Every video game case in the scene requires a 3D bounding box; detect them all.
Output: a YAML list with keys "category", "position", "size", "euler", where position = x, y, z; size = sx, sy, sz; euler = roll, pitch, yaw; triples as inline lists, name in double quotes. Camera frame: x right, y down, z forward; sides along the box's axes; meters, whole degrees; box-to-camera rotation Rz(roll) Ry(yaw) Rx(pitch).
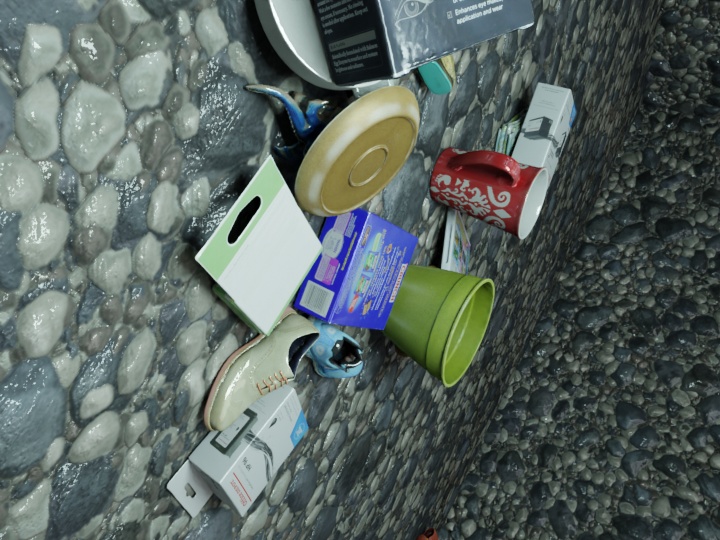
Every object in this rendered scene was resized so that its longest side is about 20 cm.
- category: "video game case"
  position: [0.214, -0.017, 1.279]
  size: [0.200, 0.023, 0.187]
  euler: [51, 45, -59]

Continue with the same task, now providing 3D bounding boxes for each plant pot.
- category: "plant pot"
  position: [0.118, 0.077, 1.055]
  size: [0.200, 0.189, 0.205]
  euler: [-41, 143, -41]
- category: "plant pot"
  position: [0.004, -0.138, 0.719]
  size: [0.198, 0.028, 0.201]
  euler: [-37, 160, -15]

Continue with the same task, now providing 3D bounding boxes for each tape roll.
- category: "tape roll"
  position: [-0.021, -0.300, 0.607]
  size: [0.198, 0.037, 0.209]
  euler: [-7, 103, -32]

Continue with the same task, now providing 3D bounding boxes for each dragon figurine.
- category: "dragon figurine"
  position: [-0.064, -0.158, 0.698]
  size: [0.198, 0.058, 0.102]
  euler: [-3, 112, -62]

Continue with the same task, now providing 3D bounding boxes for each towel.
- category: "towel"
  position: [0.381, -0.285, 1.420]
  size: [0.170, 0.047, 0.205]
  euler: [-38, 141, -42]

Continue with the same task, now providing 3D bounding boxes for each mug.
- category: "mug"
  position: [0.242, -0.175, 1.088]
  size: [0.133, 0.197, 0.181]
  euler: [-43, 144, -35]

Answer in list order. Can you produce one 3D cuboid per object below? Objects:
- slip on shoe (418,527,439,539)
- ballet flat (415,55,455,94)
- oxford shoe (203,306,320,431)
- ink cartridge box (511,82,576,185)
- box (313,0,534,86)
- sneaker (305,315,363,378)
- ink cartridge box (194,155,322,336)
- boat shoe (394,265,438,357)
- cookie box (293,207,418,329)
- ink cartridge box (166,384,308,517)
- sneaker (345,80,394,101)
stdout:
- category: "slip on shoe"
  position: [0.216, 0.981, 2.039]
  size: [0.198, 0.073, 0.063]
  euler: [-6, 81, -53]
- category: "ballet flat"
  position: [0.098, -0.342, 0.863]
  size: [0.199, 0.069, 0.072]
  euler: [28, 86, -62]
- category: "oxford shoe"
  position: [-0.132, 0.137, 0.775]
  size: [0.202, 0.072, 0.072]
  euler: [-54, 150, -25]
- category: "ink cartridge box"
  position: [0.433, -0.313, 1.355]
  size: [0.144, 0.082, 0.205]
  euler: [15, 96, -64]
- category: "box"
  position: [0.052, -0.313, 0.560]
  size: [0.194, 0.116, 0.205]
  euler: [-27, 114, -26]
- category: "sneaker"
  position: [-0.034, 0.145, 0.940]
  size: [0.080, 0.088, 0.200]
  euler: [-60, 153, -11]
- category: "ink cartridge box"
  position: [-0.125, -0.027, 0.696]
  size: [0.147, 0.047, 0.201]
  euler: [-58, 151, -18]
- category: "boat shoe"
  position: [0.137, 0.095, 1.229]
  size: [0.069, 0.072, 0.204]
  euler: [33, 80, -56]
- category: "cookie box"
  position: [0.000, 0.000, 0.912]
  size: [0.199, 0.074, 0.175]
  euler: [18, 94, -62]
- category: "ink cartridge box"
  position: [-0.166, 0.260, 0.811]
  size: [0.201, 0.067, 0.118]
  euler: [-50, 147, -30]
- category: "sneaker"
  position: [-0.002, -0.301, 0.722]
  size: [0.119, 0.071, 0.206]
  euler: [-95, 175, -73]
